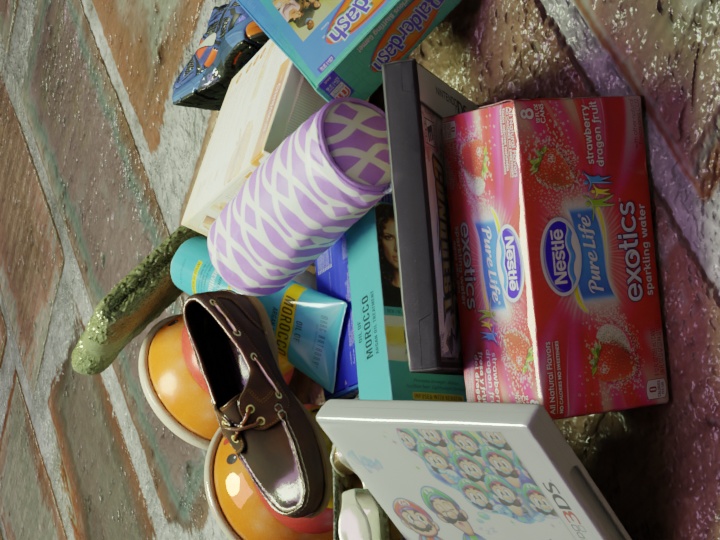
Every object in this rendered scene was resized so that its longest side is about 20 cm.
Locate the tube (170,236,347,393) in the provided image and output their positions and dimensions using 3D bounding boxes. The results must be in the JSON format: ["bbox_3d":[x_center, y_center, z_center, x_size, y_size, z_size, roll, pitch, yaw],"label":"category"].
[{"bbox_3d":[-0.081,0.028,1.375,0.200,0.050,0.078,27,121,41],"label":"tube"}]

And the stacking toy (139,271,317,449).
[{"bbox_3d":[-0.096,0.060,1.483,0.200,0.146,0.146,-44,55,38],"label":"stacking toy"}]

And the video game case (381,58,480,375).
[{"bbox_3d":[0.059,-0.029,1.114,0.181,0.025,0.201,14,-110,-72],"label":"video game case"}]

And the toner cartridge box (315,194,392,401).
[{"bbox_3d":[0.000,0.000,1.333,0.095,0.043,0.201,150,119,-63],"label":"toner cartridge box"}]

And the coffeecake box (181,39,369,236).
[{"bbox_3d":[-0.065,-0.118,1.365,0.200,0.073,0.154,-32,37,61],"label":"coffeecake box"}]

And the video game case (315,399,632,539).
[{"bbox_3d":[0.085,0.157,1.079,0.200,0.024,0.182,-3,130,49],"label":"video game case"}]

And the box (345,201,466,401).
[{"bbox_3d":[0.042,0.053,1.207,0.049,0.082,0.201,-36,54,55],"label":"box"}]

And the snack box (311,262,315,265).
[{"bbox_3d":[-0.073,-0.044,1.516,0.200,0.024,0.072,5,101,63],"label":"snack box"}]

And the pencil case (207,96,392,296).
[{"bbox_3d":[-0.039,-0.054,1.216,0.200,0.085,0.084,-37,82,48],"label":"pencil case"}]

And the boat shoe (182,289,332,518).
[{"bbox_3d":[-0.089,0.107,1.306,0.070,0.070,0.200,-36,68,25],"label":"boat shoe"}]

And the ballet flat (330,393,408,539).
[{"bbox_3d":[0.008,0.161,1.205,0.072,0.072,0.201,120,153,-50],"label":"ballet flat"}]

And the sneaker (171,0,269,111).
[{"bbox_3d":[-0.120,-0.208,1.543,0.200,0.075,0.079,-32,58,52],"label":"sneaker"}]

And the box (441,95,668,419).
[{"bbox_3d":[0.123,-0.008,1.048,0.095,0.099,0.201,-5,90,64],"label":"box"}]

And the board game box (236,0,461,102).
[{"bbox_3d":[-0.011,-0.224,1.244,0.152,0.045,0.200,-45,42,6],"label":"board game box"}]

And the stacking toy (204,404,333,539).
[{"bbox_3d":[-0.027,0.155,1.360,0.200,0.146,0.147,-35,63,48],"label":"stacking toy"}]

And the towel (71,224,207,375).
[{"bbox_3d":[-0.188,0.010,1.540,0.036,0.200,0.148,43,148,3],"label":"towel"}]
